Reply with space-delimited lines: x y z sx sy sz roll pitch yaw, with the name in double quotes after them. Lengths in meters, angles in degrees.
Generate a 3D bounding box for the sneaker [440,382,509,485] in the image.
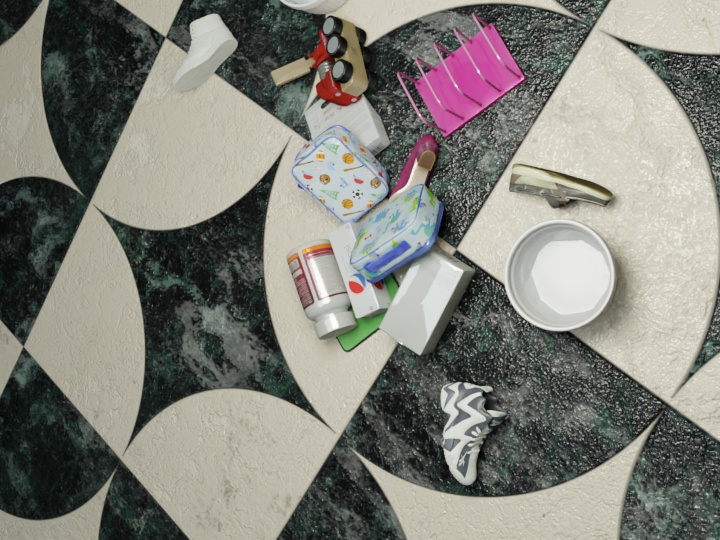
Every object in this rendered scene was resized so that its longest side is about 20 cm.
0.235 0.318 1.493 0.129 0.079 0.201 -13 72 37 "sneaker"

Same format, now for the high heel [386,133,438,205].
0.110 -0.191 1.606 0.067 0.096 0.201 26 122 -12 "high heel"

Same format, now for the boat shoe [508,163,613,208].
0.374 -0.149 1.434 0.200 0.072 0.067 23 110 28 "boat shoe"

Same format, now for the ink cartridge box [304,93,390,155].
-0.033 -0.317 1.691 0.162 0.057 0.201 -34 53 25 "ink cartridge box"

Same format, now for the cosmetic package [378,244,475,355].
0.136 0.060 1.553 0.112 0.081 0.201 34 106 23 "cosmetic package"

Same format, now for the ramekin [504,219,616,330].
0.375 0.009 1.397 0.199 0.105 0.202 -1 88 29 "ramekin"

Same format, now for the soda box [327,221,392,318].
0.000 0.000 1.633 0.063 0.068 0.202 -26 76 28 "soda box"

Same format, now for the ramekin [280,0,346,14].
-0.096 -0.671 1.688 0.199 0.105 0.202 -1 89 30 "ramekin"

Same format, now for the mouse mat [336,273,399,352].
-0.001 0.065 1.676 0.200 0.008 0.162 -39 71 24 "mouse mat"

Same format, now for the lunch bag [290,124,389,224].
-0.047 -0.203 1.613 0.160 0.076 0.200 -35 114 28 "lunch bag"

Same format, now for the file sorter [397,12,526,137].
0.194 -0.388 1.504 0.199 0.125 0.140 -34 73 25 "file sorter"

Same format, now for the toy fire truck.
-0.086 -0.437 1.670 0.199 0.128 0.178 -31 63 41 "toy fire truck"

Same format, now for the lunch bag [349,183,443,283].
0.072 -0.071 1.536 0.082 0.161 0.199 42 127 -20 "lunch bag"

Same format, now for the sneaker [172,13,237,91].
-0.404 -0.546 1.886 0.199 0.074 0.116 -36 70 14 "sneaker"

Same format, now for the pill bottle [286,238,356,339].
-0.083 0.042 1.657 0.109 0.109 0.202 -26 76 26 "pill bottle"
